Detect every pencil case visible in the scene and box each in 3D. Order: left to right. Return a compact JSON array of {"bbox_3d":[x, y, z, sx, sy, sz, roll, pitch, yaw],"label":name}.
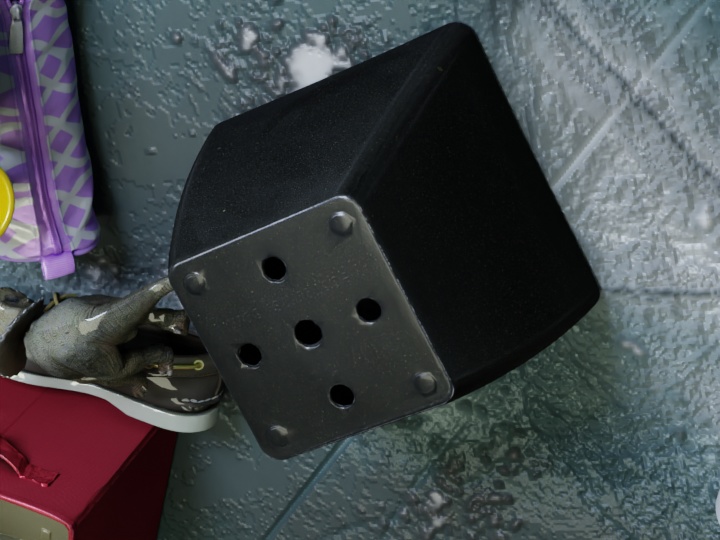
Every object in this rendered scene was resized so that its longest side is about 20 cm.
[{"bbox_3d":[-0.214,-0.103,1.395,0.085,0.083,0.202,32,135,54],"label":"pencil case"}]

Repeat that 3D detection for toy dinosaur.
[{"bbox_3d":[-0.168,0.043,1.365,0.199,0.102,0.078,-2,89,56],"label":"toy dinosaur"}]

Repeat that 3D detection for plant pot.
[{"bbox_3d":[0.000,0.000,1.309,0.199,0.178,0.201,-21,106,27],"label":"plant pot"}]

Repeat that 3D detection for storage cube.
[{"bbox_3d":[-0.240,0.167,1.479,0.170,0.180,0.201,19,119,12],"label":"storage cube"}]

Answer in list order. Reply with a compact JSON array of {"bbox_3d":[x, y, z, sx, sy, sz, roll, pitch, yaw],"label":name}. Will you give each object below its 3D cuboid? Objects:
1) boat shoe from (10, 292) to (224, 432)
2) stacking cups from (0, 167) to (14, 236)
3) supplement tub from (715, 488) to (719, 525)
[{"bbox_3d":[-0.184,0.047,1.467,0.200,0.072,0.061,17,115,5],"label":"boat shoe"},{"bbox_3d":[-0.281,-0.056,1.407,0.200,0.060,0.061,20,131,61],"label":"stacking cups"},{"bbox_3d":[0.289,0.073,1.248,0.143,0.144,0.201,21,120,11],"label":"supplement tub"}]
